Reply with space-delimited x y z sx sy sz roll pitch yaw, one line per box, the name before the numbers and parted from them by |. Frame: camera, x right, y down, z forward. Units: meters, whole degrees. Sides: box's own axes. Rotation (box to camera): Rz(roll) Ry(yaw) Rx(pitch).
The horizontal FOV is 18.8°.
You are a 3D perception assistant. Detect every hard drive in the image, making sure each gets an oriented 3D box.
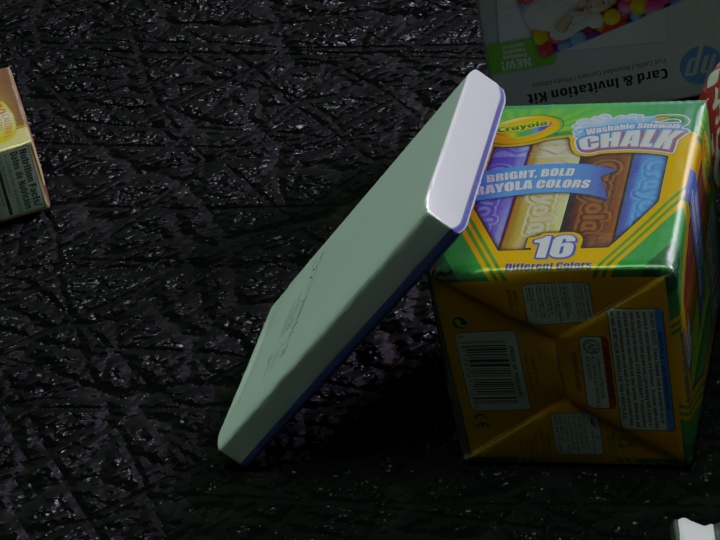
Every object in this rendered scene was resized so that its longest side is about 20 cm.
hard drive | 0.000 0.000 1.132 0.025 0.200 0.132 34 37 -10

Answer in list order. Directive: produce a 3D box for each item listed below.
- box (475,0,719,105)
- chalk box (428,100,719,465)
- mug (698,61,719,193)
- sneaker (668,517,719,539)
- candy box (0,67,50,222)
box | 0.143 -0.192 1.331 0.155 0.201 0.041 -10 33 3
chalk box | 0.122 -0.009 1.139 0.123 0.125 0.200 0 37 18
mug | 0.258 -0.038 1.144 0.133 0.178 0.200 -33 17 6
sneaker | 0.195 0.165 0.905 0.114 0.076 0.201 -9 31 7
candy box | -0.310 -0.060 1.415 0.199 0.056 0.116 -18 34 -7
